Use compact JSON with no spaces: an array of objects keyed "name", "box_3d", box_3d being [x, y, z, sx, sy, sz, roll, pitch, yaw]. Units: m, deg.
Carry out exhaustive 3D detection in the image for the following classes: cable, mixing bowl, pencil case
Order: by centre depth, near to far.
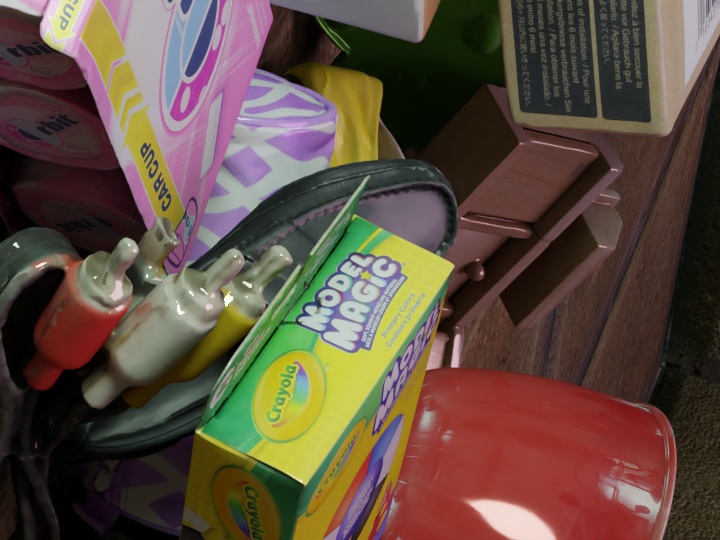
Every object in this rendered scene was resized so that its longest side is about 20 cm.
[{"name":"cable","box_3d":[-0.108,0.054,0.881,0.097,0.050,0.200,6,129,-41]},{"name":"pencil case","box_3d":[-0.067,0.013,1.070,0.085,0.084,0.201,-1,109,-39]},{"name":"mixing bowl","box_3d":[0.033,0.118,1.110,0.200,0.108,0.200,-53,-166,20]}]

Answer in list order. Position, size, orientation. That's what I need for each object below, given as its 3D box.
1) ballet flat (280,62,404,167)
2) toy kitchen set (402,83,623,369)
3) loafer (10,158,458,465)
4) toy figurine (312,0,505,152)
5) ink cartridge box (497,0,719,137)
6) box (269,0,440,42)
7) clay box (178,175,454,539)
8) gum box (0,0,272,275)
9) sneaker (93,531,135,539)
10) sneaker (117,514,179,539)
[{"name":"ballet flat","box_3d":[0.000,0.000,1.214,0.067,0.067,0.201,-15,-98,60]},{"name":"toy kitchen set","box_3d":[0.087,0.046,1.287,0.163,0.181,0.200,8,135,-46]},{"name":"loafer","box_3d":[-0.038,0.018,0.992,0.200,0.070,0.068,-29,117,-23]},{"name":"toy figurine","box_3d":[0.052,-0.185,1.286,0.200,0.149,0.185,110,-5,-49]},{"name":"ink cartridge box","box_3d":[0.117,-0.176,1.083,0.200,0.075,0.165,-58,149,-49]},{"name":"box","box_3d":[0.011,-0.222,1.049,0.153,0.106,0.200,91,19,-50]},{"name":"clay box","box_3d":[-0.020,0.070,0.932,0.115,0.047,0.200,-55,167,-37]},{"name":"gum box","box_3d":[-0.087,-0.088,0.856,0.200,0.066,0.114,77,30,-67]},{"name":"sneaker","box_3d":[-0.117,0.205,1.102,0.087,0.075,0.201,-56,160,-73]},{"name":"sneaker","box_3d":[-0.067,0.085,1.166,0.088,0.075,0.201,-49,152,-63]}]
